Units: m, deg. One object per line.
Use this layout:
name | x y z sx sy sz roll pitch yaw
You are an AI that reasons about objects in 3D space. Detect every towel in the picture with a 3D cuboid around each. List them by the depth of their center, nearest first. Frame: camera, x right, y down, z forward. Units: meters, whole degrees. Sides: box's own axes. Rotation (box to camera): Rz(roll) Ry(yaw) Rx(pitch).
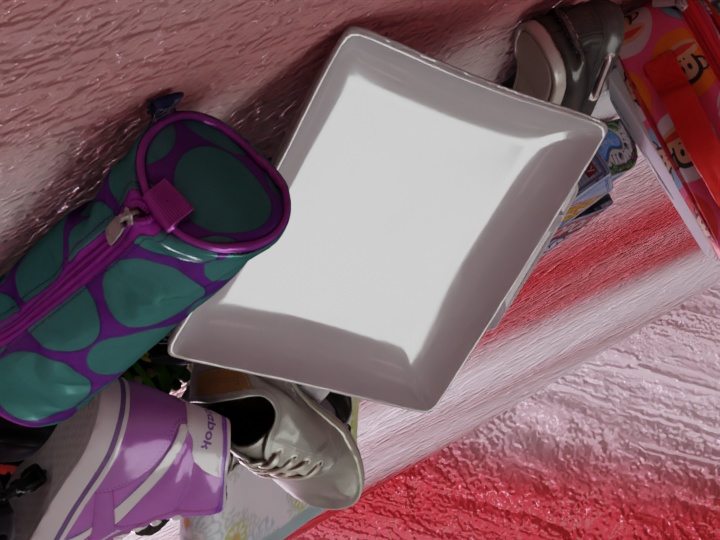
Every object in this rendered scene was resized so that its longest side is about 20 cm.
towel | -0.064 0.112 1.581 0.048 0.172 0.200 14 -155 30

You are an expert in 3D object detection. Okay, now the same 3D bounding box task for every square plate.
square plate | 0.013 -0.024 1.162 0.197 0.028 0.201 15 113 -41

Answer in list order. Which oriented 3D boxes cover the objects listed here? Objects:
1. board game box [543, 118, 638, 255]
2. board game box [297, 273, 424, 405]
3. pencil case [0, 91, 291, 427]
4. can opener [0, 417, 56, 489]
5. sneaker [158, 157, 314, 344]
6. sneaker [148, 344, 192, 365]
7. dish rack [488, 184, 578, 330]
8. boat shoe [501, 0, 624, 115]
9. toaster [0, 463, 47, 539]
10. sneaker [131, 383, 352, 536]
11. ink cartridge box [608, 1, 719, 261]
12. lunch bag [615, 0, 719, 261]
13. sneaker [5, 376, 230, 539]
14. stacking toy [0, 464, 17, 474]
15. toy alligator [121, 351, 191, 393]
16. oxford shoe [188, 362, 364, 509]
board game box | 0.128 -0.051 1.616 0.200 0.062 0.199 -38 168 36
board game box | 0.000 0.000 1.331 0.200 0.034 0.127 -52 -165 51
pencil case | -0.123 0.001 1.065 0.092 0.086 0.200 -12 160 -45
can opener | -0.200 0.130 1.376 0.078 0.064 0.200 -5 163 34
sneaker | -0.110 0.017 1.188 0.199 0.081 0.074 -31 169 1
sneaker | -0.078 0.011 1.291 0.087 0.076 0.200 -16 161 -27
dish rack | 0.059 -0.006 1.485 0.171 0.044 0.200 -10 151 -25
boat shoe | 0.121 -0.106 1.323 0.057 0.067 0.200 -24 165 -11
toaster | -0.287 0.152 1.225 0.199 0.114 0.129 -19 168 -37
sneaker | -0.066 0.108 1.418 0.201 0.115 0.075 -59 -178 -30
ink cartridge box | 0.292 -0.122 1.511 0.199 0.146 0.084 -32 169 4
lunch bag | 0.225 -0.081 1.372 0.082 0.201 0.176 -28 171 13
sneaker | -0.142 0.141 1.281 0.114 0.073 0.201 15 141 -26
stacking toy | -0.202 0.129 1.482 0.085 0.086 0.200 -36 163 27
toy alligator | -0.137 0.063 1.400 0.199 0.054 0.059 -20 165 -47
oxford shoe | -0.054 0.102 1.326 0.075 0.058 0.200 -9 143 18
